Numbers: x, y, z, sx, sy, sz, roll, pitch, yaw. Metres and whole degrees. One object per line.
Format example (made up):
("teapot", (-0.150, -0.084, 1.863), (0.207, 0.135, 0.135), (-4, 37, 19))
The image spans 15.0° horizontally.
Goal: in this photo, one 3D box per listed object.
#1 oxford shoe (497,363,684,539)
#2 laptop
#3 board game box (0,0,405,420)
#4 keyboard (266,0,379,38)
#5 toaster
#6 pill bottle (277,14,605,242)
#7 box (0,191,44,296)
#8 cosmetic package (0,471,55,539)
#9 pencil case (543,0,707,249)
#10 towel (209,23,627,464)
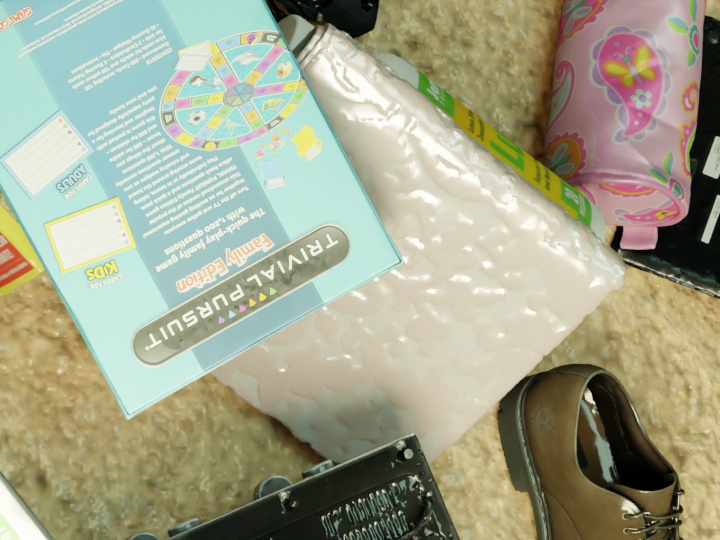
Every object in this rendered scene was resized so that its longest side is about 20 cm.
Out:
("oxford shoe", (0.139, 0.145, 1.460), (0.072, 0.084, 0.201), (-22, 89, -35))
("laptop", (0.257, -0.026, 1.626), (0.199, 0.103, 0.178), (20, 62, 4))
("board game box", (-0.093, -0.056, 1.277), (0.150, 0.047, 0.201), (-29, 102, -4))
("keyboard", (-0.034, -0.179, 1.428), (0.200, 0.039, 0.105), (28, 60, -53))
("toaster", (-0.024, 0.200, 1.323), (0.180, 0.119, 0.201), (-22, 86, -33))
("pill bottle", (0.020, -0.042, 1.428), (0.200, 0.111, 0.111), (36, 60, -17))
("box", (-0.218, -0.080, 1.320), (0.200, 0.075, 0.050), (47, 64, -11))
("cosmetic package", (-0.228, 0.150, 1.151), (0.200, 0.085, 0.108), (-40, 106, -7))
("pencil case", (0.154, -0.117, 1.550), (0.087, 0.087, 0.201), (18, 67, -25))
("towel", (0.000, 0.000, 1.370), (0.200, 0.191, 0.032), (37, 27, -16))
